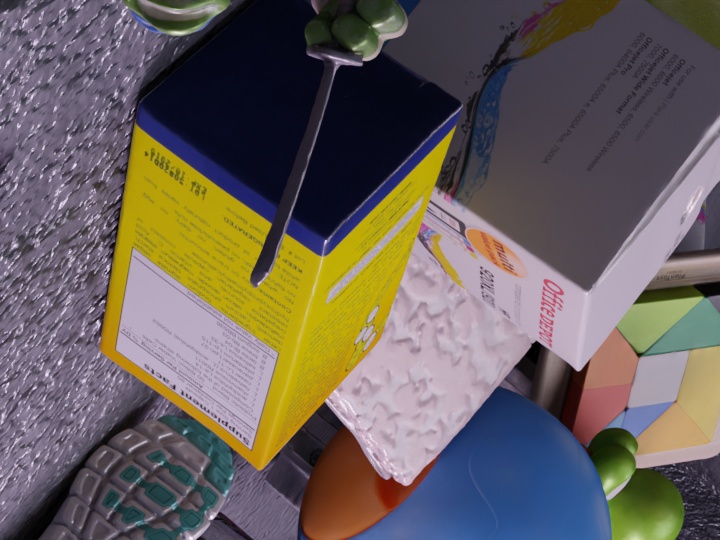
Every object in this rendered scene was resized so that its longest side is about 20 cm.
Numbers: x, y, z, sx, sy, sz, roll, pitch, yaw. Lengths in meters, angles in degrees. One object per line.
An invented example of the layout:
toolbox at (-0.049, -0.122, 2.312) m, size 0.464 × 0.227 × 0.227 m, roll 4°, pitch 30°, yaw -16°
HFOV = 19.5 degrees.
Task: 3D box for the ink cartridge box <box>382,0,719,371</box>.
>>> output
ink cartridge box at (0.077, -0.075, 1.079) m, size 0.145 × 0.200 × 0.147 m, roll -52°, pitch 167°, yaw -12°

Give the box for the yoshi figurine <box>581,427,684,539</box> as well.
yoshi figurine at (0.152, 0.194, 1.459) m, size 0.112 × 0.113 × 0.200 m, roll 2°, pitch 138°, yaw -35°

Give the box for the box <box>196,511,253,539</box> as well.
box at (-0.113, 0.220, 1.338) m, size 0.132 × 0.115 × 0.200 m, roll -53°, pitch 167°, yaw -7°

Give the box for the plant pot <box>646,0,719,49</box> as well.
plant pot at (0.170, -0.190, 1.133) m, size 0.200 × 0.200 × 0.193 m, roll -54°, pitch 140°, yaw -2°

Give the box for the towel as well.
towel at (0.032, -0.003, 1.229) m, size 0.191 × 0.032 × 0.200 m, roll -48°, pitch 125°, yaw -20°

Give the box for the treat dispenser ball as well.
treat dispenser ball at (0.060, 0.170, 1.337) m, size 0.201 × 0.201 × 0.201 m, roll -51°, pitch 167°, yaw -17°

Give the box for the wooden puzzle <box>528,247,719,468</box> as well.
wooden puzzle at (0.203, 0.071, 1.474) m, size 0.185 × 0.037 × 0.200 m, roll -6°, pitch 127°, yaw -28°

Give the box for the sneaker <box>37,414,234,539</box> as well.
sneaker at (-0.154, 0.161, 1.184) m, size 0.200 × 0.078 × 0.091 m, roll -44°, pitch 179°, yaw -28°

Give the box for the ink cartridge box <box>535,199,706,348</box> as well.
ink cartridge box at (0.194, -0.038, 1.583) m, size 0.145 × 0.085 × 0.200 m, roll 144°, pitch -47°, yaw -66°

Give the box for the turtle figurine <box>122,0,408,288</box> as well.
turtle figurine at (-0.058, -0.109, 0.649) m, size 0.200 × 0.144 × 0.194 m, roll -50°, pitch 163°, yaw -36°

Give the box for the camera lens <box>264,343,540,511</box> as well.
camera lens at (0.047, 0.121, 1.548) m, size 0.200 × 0.160 × 0.160 m, roll -51°, pitch 167°, yaw -5°

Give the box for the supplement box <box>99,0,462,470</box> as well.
supplement box at (-0.043, -0.018, 1.003) m, size 0.110 × 0.109 × 0.200 m, roll -45°, pitch 165°, yaw -34°
